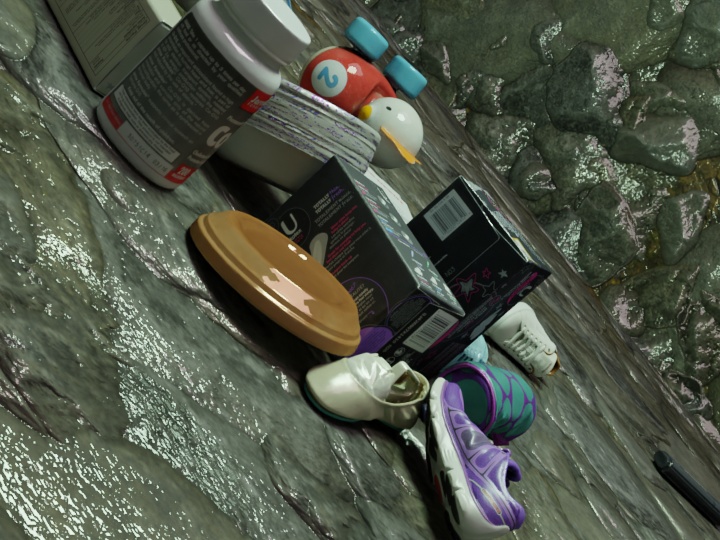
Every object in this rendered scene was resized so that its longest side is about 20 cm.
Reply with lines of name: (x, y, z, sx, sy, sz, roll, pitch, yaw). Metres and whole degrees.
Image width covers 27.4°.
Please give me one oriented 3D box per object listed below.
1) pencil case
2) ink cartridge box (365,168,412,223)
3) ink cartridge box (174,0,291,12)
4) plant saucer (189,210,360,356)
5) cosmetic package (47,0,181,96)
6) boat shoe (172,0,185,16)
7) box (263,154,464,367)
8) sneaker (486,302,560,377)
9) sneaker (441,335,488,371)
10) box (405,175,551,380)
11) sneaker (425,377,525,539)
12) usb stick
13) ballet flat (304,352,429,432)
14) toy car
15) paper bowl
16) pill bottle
pencil case: (0.139, 0.153, 1.675, 0.200, 0.084, 0.094, 16, 73, -69)
ink cartridge box: (0.004, -0.053, 1.817, 0.145, 0.083, 0.201, 41, 14, -28)
ink cartridge box: (-0.173, -0.335, 1.672, 0.200, 0.085, 0.145, 44, -5, 6)
plant saucer: (-0.075, 0.005, 1.418, 0.199, 0.038, 0.200, 38, 9, -7)
cosmetic package: (-0.255, -0.270, 1.538, 0.073, 0.103, 0.201, 32, 22, -53)
boat shoe: (-0.187, -0.293, 1.807, 0.072, 0.064, 0.202, -133, -161, -77)
box: (0.000, 0.000, 1.563, 0.106, 0.122, 0.201, 30, 23, -53)
sneaker: (0.255, 0.108, 2.213, 0.085, 0.073, 0.200, 53, 12, 30)
sneaker: (0.126, 0.101, 1.804, 0.082, 0.074, 0.200, 46, 13, 4)
box: (0.091, 0.013, 1.654, 0.133, 0.200, 0.115, 52, 12, 19)
sneaker: (0.110, 0.187, 1.443, 0.201, 0.082, 0.081, -107, -166, -48)
usb stick: (0.586, 0.386, 2.613, 0.200, 0.033, 0.056, 42, 15, -27)
ballet flat: (0.013, 0.110, 1.422, 0.070, 0.069, 0.199, 54, 14, 23)
toy car: (0.016, -0.206, 1.998, 0.176, 0.185, 0.200, 39, 5, -37)
paper bowl: (-0.084, -0.148, 1.659, 0.199, 0.105, 0.201, 26, -2, 1)
pill bottle: (-0.149, -0.185, 1.425, 0.114, 0.200, 0.114, 45, 14, -14)
